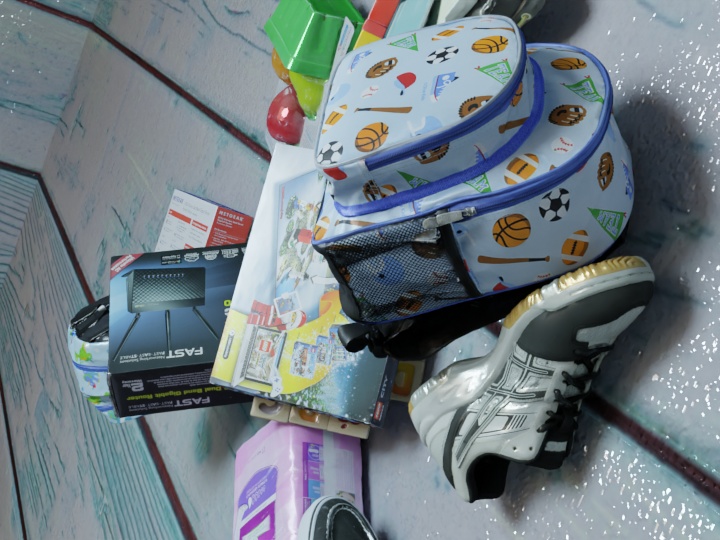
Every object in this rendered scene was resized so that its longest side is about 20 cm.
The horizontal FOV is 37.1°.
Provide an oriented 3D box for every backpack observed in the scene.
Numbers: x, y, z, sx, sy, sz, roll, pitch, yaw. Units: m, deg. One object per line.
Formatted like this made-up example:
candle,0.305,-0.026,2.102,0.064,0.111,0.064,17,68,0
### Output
backpack,-0.193,0.071,1.088,0.163,0.199,0.154,-132,44,-59
backpack,0.068,-0.068,0.661,0.190,0.154,0.201,-9,44,15

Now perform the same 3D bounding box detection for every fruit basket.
fruit basket,-0.053,-0.189,1.123,0.185,0.093,0.201,-117,35,-56

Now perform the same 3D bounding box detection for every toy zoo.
toy zoo,0.013,-0.209,0.937,0.131,0.020,0.201,-91,25,-82

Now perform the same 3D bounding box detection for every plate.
plate,0.022,-0.171,0.920,0.200,0.025,0.201,-156,90,-87

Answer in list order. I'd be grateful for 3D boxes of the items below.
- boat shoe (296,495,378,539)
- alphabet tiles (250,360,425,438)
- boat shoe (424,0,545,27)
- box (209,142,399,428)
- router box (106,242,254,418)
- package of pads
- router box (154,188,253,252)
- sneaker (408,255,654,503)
boat shoe,0.007,0.231,0.736,0.068,0.073,0.200,-59,29,35
alphabet tiles,-0.021,0.027,0.859,0.006,0.166,0.201,40,-119,-70
boat shoe,0.091,-0.202,0.837,0.202,0.060,0.072,-170,99,-83
box,-0.025,0.009,0.841,0.038,0.136,0.201,41,-117,-70
router box,-0.127,0.047,0.972,0.150,0.199,0.062,-104,9,-46
package of pads,-0.052,0.214,0.863,0.121,0.075,0.201,-48,35,45
router box,-0.212,-0.001,1.334,0.200,0.049,0.180,24,96,64
sneaker,0.115,0.071,0.649,0.200,0.075,0.088,-48,56,40
